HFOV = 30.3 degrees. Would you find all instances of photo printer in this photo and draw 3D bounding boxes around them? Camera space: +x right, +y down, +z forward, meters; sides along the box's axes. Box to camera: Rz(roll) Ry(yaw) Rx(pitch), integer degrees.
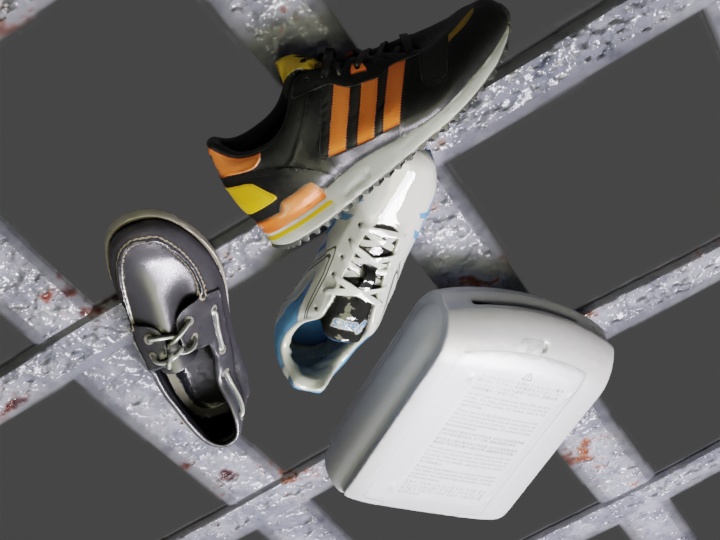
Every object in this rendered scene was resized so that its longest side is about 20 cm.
[{"bbox_3d":[0.085,0.098,1.008,0.165,0.070,0.201,12,127,-27],"label":"photo printer"}]

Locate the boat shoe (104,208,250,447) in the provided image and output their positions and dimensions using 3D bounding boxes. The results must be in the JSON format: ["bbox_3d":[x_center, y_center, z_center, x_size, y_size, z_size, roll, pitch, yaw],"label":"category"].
[{"bbox_3d":[-0.116,0.043,0.897,0.072,0.063,0.201,-17,135,-1],"label":"boat shoe"}]

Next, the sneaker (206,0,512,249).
[{"bbox_3d":[-0.003,-0.105,0.789,0.200,0.070,0.090,-41,109,9],"label":"sneaker"}]

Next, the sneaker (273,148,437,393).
[{"bbox_3d":[0.000,0.000,0.887,0.071,0.073,0.201,11,127,-24],"label":"sneaker"}]
